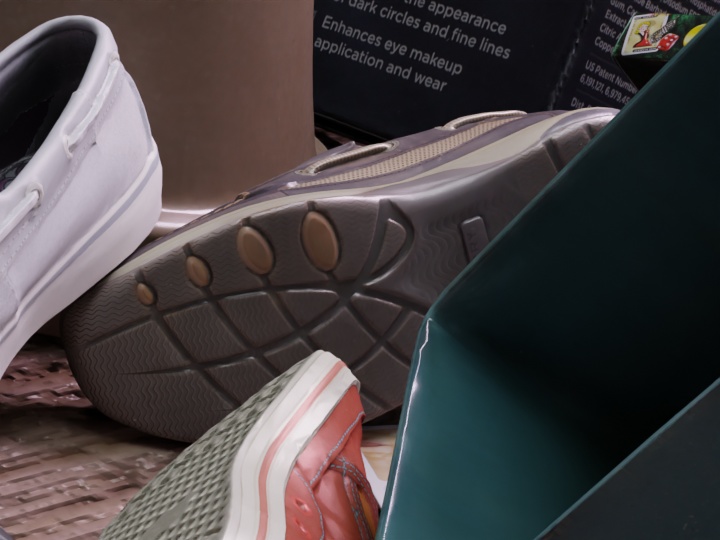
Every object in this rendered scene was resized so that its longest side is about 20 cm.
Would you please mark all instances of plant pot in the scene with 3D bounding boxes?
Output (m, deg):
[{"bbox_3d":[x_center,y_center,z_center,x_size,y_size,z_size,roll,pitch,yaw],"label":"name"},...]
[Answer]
[{"bbox_3d":[-0.092,-0.094,0.840,0.200,0.175,0.200,12,20,-4],"label":"plant pot"},{"bbox_3d":[0.126,0.062,0.569,0.200,0.141,0.141,33,35,-15],"label":"plant pot"}]

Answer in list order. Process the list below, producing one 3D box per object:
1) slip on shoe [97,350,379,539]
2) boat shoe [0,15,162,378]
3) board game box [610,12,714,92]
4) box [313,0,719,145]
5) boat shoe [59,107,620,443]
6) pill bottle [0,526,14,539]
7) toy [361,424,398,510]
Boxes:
[{"bbox_3d":[-0.024,0.073,0.620,0.061,0.074,0.200,48,11,-9],"label":"slip on shoe"},{"bbox_3d":[-0.115,-0.005,0.672,0.072,0.069,0.200,10,35,31],"label":"boat shoe"},{"bbox_3d":[0.170,-0.016,0.829,0.105,0.023,0.200,5,-29,39],"label":"board game box"},{"bbox_3d":[0.049,-0.135,0.952,0.197,0.200,0.117,23,3,38],"label":"box"},{"bbox_3d":[0.000,0.000,0.778,0.200,0.075,0.073,-16,16,-22],"label":"boat shoe"},{"bbox_3d":[-0.098,0.088,0.442,0.111,0.111,0.200,-2,26,-39],"label":"pill bottle"},{"bbox_3d":[0.075,0.075,0.687,0.115,0.047,0.200,1,21,-18],"label":"toy"}]
